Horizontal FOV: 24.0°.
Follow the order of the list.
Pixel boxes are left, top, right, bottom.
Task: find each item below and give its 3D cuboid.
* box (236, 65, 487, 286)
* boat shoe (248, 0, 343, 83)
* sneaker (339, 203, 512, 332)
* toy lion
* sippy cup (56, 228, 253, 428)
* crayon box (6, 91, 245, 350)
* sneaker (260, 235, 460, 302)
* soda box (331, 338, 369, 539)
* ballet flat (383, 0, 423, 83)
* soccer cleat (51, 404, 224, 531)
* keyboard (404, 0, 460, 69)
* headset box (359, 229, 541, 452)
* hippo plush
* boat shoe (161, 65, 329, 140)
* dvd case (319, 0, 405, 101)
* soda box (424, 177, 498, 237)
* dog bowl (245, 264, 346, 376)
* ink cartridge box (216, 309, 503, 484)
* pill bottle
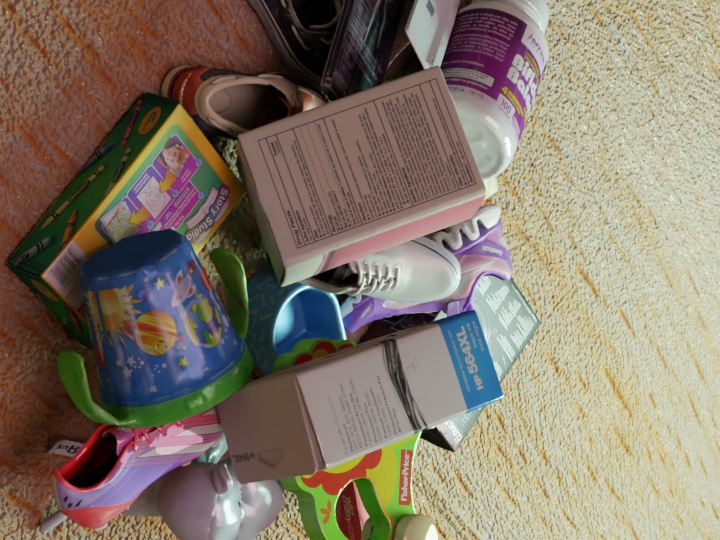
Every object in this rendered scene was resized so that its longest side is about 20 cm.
[{"bbox_3d":[-0.002,-0.083,1.540,0.198,0.109,0.129,-19,82,-8],"label":"box"},{"bbox_3d":[-0.047,-0.234,1.570,0.200,0.070,0.073,44,71,-46],"label":"boat shoe"},{"bbox_3d":[0.071,0.016,1.710,0.199,0.080,0.089,-31,93,-1],"label":"sneaker"},{"bbox_3d":[-0.014,0.166,1.551,0.190,0.068,0.203,9,80,-39],"label":"toy lion"},{"bbox_3d":[-0.171,0.042,1.417,0.178,0.138,0.132,-81,155,-67],"label":"sippy cup"},{"bbox_3d":[-0.201,-0.040,1.486,0.201,0.058,0.119,-54,134,-19],"label":"crayon box"},{"bbox_3d":[0.000,0.000,1.621,0.197,0.071,0.074,10,117,-6],"label":"sneaker"},{"bbox_3d":[-0.011,0.174,1.666,0.063,0.070,0.202,-29,120,-37],"label":"soda box"},{"bbox_3d":[0.034,-0.181,1.687,0.067,0.046,0.202,31,80,-45],"label":"ballet flat"},{"bbox_3d":[-0.178,0.138,1.444,0.200,0.067,0.077,-40,146,-17],"label":"soccer cleat"},{"bbox_3d":[0.070,-0.246,1.641,0.057,0.011,0.201,56,24,-20],"label":"keyboard"},{"bbox_3d":[0.087,0.082,1.803,0.201,0.075,0.149,-55,133,-18],"label":"headset box"},{"bbox_3d":[-0.156,0.173,1.525,0.199,0.160,0.161,-2,104,-45],"label":"hippo plush"},{"bbox_3d":[-0.091,-0.150,1.561,0.199,0.062,0.072,6,96,-47],"label":"boat shoe"},{"bbox_3d":[0.010,-0.242,1.602,0.149,0.016,0.202,45,59,-71],"label":"dvd case"},{"bbox_3d":[0.050,-0.074,1.725,0.199,0.064,0.068,-33,124,-34],"label":"soda box"},{"bbox_3d":[-0.060,0.090,1.677,0.111,0.049,0.202,-32,123,-34],"label":"dog bowl"},{"bbox_3d":[-0.003,0.108,1.446,0.198,0.145,0.085,-17,89,-36],"label":"ink cartridge box"},{"bbox_3d":[0.126,-0.197,1.704,0.113,0.111,0.201,56,44,-39],"label":"pill bottle"}]
